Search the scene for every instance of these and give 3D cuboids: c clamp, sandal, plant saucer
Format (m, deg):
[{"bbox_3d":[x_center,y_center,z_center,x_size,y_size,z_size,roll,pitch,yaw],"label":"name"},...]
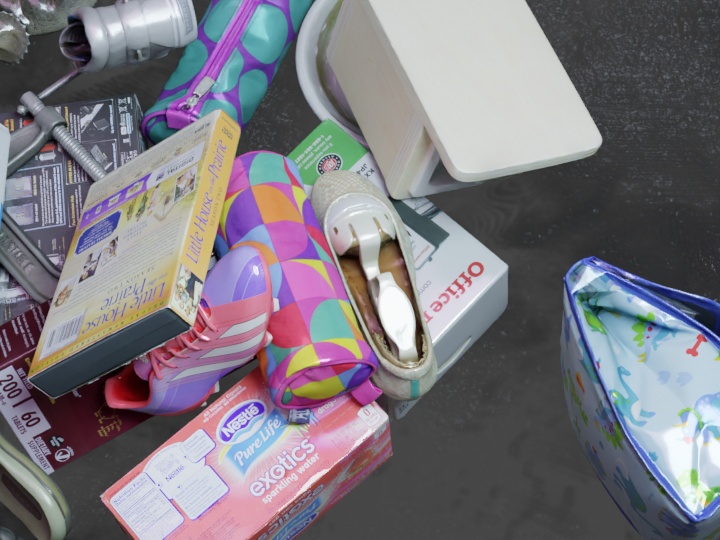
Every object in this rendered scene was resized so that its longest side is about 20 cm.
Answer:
[{"bbox_3d":[-0.235,-0.068,1.255,0.171,0.027,0.200,-34,68,-11],"label":"c clamp"},{"bbox_3d":[-0.306,0.143,1.191,0.201,0.080,0.057,38,57,16],"label":"sandal"},{"bbox_3d":[0.045,-0.175,1.328,0.200,0.050,0.200,-1,66,2],"label":"plant saucer"}]

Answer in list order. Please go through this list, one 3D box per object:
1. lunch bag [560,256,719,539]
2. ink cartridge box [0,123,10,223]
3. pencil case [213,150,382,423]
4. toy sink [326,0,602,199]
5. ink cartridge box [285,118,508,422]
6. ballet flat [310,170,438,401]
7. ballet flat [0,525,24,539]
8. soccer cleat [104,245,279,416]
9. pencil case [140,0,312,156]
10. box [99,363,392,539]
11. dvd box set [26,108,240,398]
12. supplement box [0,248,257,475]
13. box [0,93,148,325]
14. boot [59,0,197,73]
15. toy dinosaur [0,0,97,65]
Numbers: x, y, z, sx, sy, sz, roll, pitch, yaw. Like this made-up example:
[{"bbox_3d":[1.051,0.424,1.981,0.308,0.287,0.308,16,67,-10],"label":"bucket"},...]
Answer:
[{"bbox_3d":[0.216,0.097,1.136,0.127,0.170,0.200,-35,68,-11],"label":"lunch bag"},{"bbox_3d":[-0.387,-0.042,1.236,0.200,0.086,0.146,-11,64,25],"label":"ink cartridge box"},{"bbox_3d":[-0.054,0.010,1.141,0.088,0.088,0.200,-20,64,-5],"label":"pencil case"},{"bbox_3d":[0.076,-0.131,1.204,0.130,0.112,0.200,-14,62,-24],"label":"toy sink"},{"bbox_3d":[0.000,0.000,1.237,0.200,0.083,0.147,40,75,17],"label":"ink cartridge box"},{"bbox_3d":[0.015,0.000,1.157,0.067,0.062,0.200,-18,68,-9],"label":"ballet flat"},{"bbox_3d":[-0.300,0.209,1.179,0.200,0.057,0.066,23,69,12],"label":"ballet flat"},{"bbox_3d":[-0.120,0.049,1.102,0.076,0.200,0.067,-5,64,-30],"label":"soccer cleat"},{"bbox_3d":[-0.107,-0.187,1.316,0.085,0.092,0.200,23,71,2],"label":"pencil case"},{"bbox_3d":[-0.082,0.153,1.169,0.200,0.095,0.103,-40,70,-14],"label":"box"},{"bbox_3d":[-0.161,-0.014,1.121,0.146,0.029,0.200,-27,37,32],"label":"dvd box set"},{"bbox_3d":[-0.186,0.061,1.200,0.200,0.109,0.061,-29,33,-7],"label":"supplement box"},{"bbox_3d":[-0.251,-0.040,1.287,0.158,0.050,0.200,-9,67,0],"label":"box"},{"bbox_3d":[-0.204,-0.201,1.276,0.096,0.200,0.074,-17,99,-17],"label":"boot"},{"bbox_3d":[-0.280,-0.246,1.376,0.200,0.077,0.102,-28,80,-14],"label":"toy dinosaur"}]
